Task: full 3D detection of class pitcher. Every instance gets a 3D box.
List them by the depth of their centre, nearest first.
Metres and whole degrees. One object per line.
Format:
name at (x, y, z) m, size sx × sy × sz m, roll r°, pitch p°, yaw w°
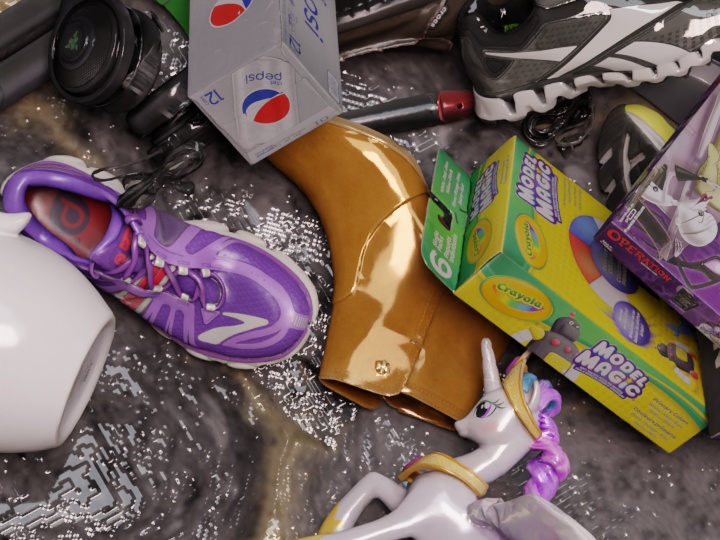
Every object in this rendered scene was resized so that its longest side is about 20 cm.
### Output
pitcher at (-0.235, 0.000, 1.160) m, size 0.200 × 0.121 × 0.172 m, roll 24°, pitch 103°, yaw 3°

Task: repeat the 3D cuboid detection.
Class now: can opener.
can opener at (-0.231, -0.111, 1.257) m, size 0.053 × 0.067 × 0.200 m, roll 46°, pitch 56°, yaw 7°

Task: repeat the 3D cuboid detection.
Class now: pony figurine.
pony figurine at (0.071, 0.160, 1.173) m, size 0.200 × 0.167 × 0.193 m, roll -39°, pitch 74°, yaw -5°

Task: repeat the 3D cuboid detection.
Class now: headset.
headset at (-0.117, -0.115, 1.223) m, size 0.123 × 0.094 × 0.200 m, roll 36°, pitch 40°, yaw -31°

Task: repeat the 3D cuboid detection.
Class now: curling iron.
curling iron at (0.057, -0.095, 1.312) m, size 0.199 × 0.026 × 0.050 m, roll -3°, pitch 68°, yaw -11°

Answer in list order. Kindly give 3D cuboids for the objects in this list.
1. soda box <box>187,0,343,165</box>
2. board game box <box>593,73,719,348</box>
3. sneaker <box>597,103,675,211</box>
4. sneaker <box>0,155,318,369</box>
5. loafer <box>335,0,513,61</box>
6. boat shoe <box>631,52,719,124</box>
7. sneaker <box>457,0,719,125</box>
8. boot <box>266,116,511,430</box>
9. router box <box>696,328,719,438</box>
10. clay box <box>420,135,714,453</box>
soda box at (-0.058, -0.157, 1.235) m, size 0.068 × 0.063 × 0.200 m, roll -28°, pitch 38°, yaw 20°
board game box at (0.231, -0.048, 1.191) m, size 0.120 × 0.032 × 0.200 m, roll 42°, pitch 58°, yaw -4°
sneaker at (0.232, -0.033, 1.305) m, size 0.200 × 0.078 × 0.090 m, roll 48°, pitch 60°, yaw 3°
sneaker at (-0.122, -0.001, 1.207) m, size 0.200 × 0.083 × 0.081 m, roll 24°, pitch 94°, yaw 2°
loafer at (0.029, -0.159, 1.298) m, size 0.199 × 0.071 × 0.073 m, roll -17°, pitch 39°, yaw 5°
boat shoe at (0.203, -0.144, 1.340) m, size 0.200 × 0.070 × 0.066 m, roll 29°, pitch 69°, yaw 9°
sneaker at (0.145, -0.154, 1.239) m, size 0.200 × 0.091 × 0.067 m, roll -16°, pitch 33°, yaw 21°
boot at (0.000, 0.000, 1.245) m, size 0.201 × 0.071 × 0.144 m, roll 28°, pitch 68°, yaw -5°
router box at (0.275, 0.005, 1.231) m, size 0.157 × 0.052 × 0.201 m, roll 6°, pitch 65°, yaw -21°
clay box at (0.126, 0.006, 1.220) m, size 0.200 × 0.048 × 0.115 m, roll 37°, pitch 35°, yaw -20°
